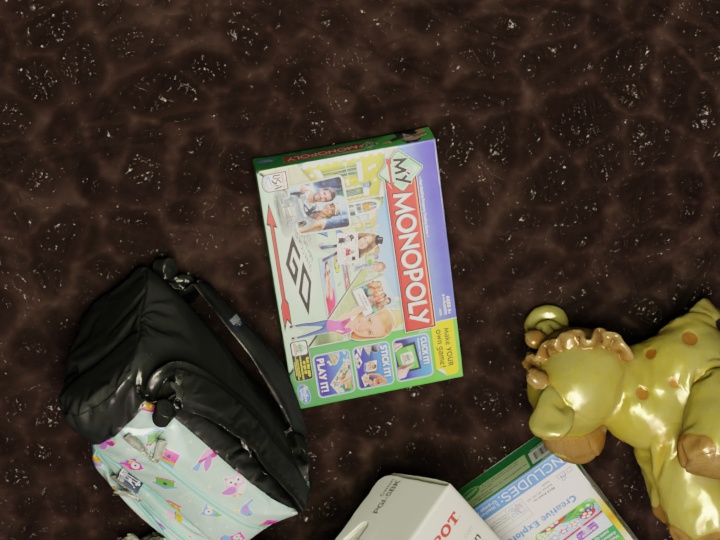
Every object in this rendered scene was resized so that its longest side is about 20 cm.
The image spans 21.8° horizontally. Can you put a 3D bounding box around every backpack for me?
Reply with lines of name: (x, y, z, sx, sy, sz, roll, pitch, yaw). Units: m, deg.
backpack: (-0.126, 0.114, 1.375, 0.127, 0.167, 0.200, -29, 121, 24)

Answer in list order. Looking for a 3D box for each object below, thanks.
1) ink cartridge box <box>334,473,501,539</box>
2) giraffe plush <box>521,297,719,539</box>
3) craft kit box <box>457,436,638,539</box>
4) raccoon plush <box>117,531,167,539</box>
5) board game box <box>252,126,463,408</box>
ink cartridge box: (0.062, 0.274, 1.430, 0.200, 0.083, 0.147, 49, 64, -25)
giraffe plush: (0.201, 0.101, 1.427, 0.162, 0.173, 0.200, 3, 105, -4)
craft kit box: (0.132, 0.257, 1.537, 0.200, 0.049, 0.198, -35, 113, 6)
raccoon plush: (-0.125, 0.263, 1.401, 0.134, 0.200, 0.097, 6, 114, -2)
board game box: (0.000, 0.000, 1.405, 0.135, 0.029, 0.200, -11, 115, -5)
